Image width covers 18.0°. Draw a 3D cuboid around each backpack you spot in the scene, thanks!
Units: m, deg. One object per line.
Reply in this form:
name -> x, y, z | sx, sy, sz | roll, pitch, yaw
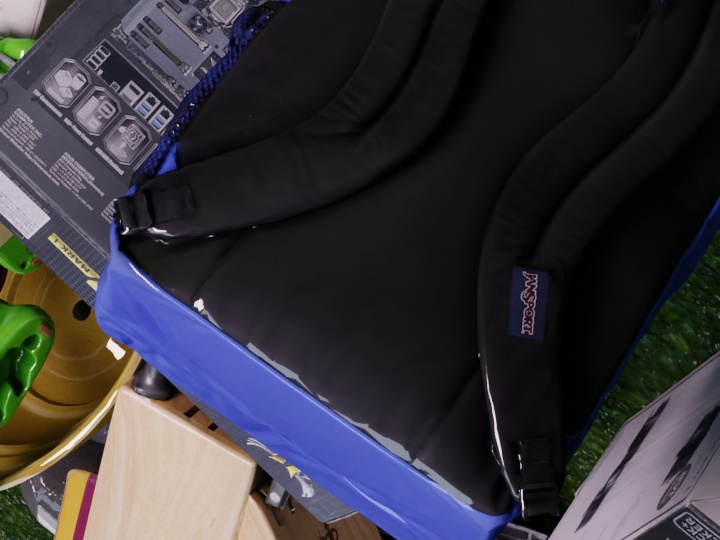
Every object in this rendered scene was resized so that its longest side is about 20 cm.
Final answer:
backpack -> 0.024, -0.030, 0.727 | 0.162, 0.201, 0.168 | 35, 163, -2

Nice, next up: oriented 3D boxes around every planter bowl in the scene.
planter bowl -> -0.144, 0.009, 1.008 | 0.199, 0.202, 0.083 | 21, 176, 34

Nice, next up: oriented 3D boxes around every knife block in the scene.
knife block -> -0.071, 0.069, 0.942 | 0.199, 0.064, 0.177 | -18, 101, 37

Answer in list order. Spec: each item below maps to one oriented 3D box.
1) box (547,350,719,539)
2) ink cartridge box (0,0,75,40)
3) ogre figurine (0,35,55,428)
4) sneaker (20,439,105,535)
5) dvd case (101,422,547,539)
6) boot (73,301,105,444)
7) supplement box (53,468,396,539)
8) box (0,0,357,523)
box -> 0.133, 0.089, 0.862 | 0.060, 0.117, 0.200 | 37, 153, -1
ink cartridge box -> -0.148, -0.175, 0.856 | 0.146, 0.083, 0.200 | 40, 155, 1
ogre figurine -> -0.172, -0.015, 0.917 | 0.120, 0.098, 0.201 | 37, 143, 40
sneaker -> -0.082, 0.127, 1.248 | 0.199, 0.075, 0.115 | 25, 149, -15
dvd case -> -0.023, 0.102, 1.075 | 0.199, 0.016, 0.149 | 19, 171, -8
boot -> -0.157, 0.017, 1.180 | 0.164, 0.066, 0.201 | 28, 148, 50
supplement box -> -0.045, 0.167, 1.086 | 0.130, 0.104, 0.199 | 15, 177, -44
box -> -0.031, -0.032, 0.840 | 0.200, 0.158, 0.051 | 43, 153, -9
